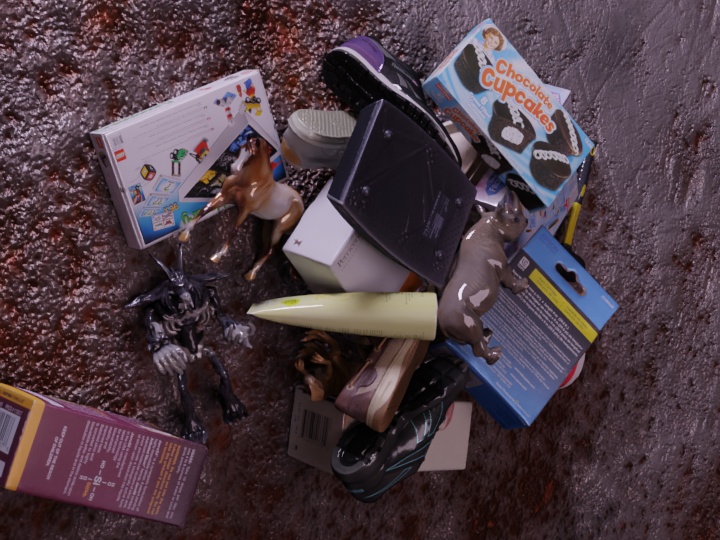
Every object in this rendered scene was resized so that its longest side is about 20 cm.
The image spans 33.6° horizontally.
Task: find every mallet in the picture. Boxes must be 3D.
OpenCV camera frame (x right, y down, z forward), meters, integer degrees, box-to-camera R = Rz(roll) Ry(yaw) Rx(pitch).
[{"bbox_3d":[0.301,-0.080,1.641,0.066,0.041,0.201,33,71,-36],"label":"mallet"}]

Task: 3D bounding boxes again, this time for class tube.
[{"bbox_3d":[-0.019,0.044,1.260,0.058,0.199,0.052,92,0,-54],"label":"tube"}]

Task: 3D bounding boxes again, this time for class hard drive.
[{"bbox_3d":[0.045,-0.079,1.266,0.200,0.042,0.135,37,68,-46],"label":"hard drive"}]

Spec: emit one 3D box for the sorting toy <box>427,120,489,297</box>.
[{"bbox_3d":[0.104,-0.060,1.451,0.200,0.106,0.180,-54,134,-27],"label":"sorting toy"}]

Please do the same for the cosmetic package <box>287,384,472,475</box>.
[{"bbox_3d":[0.025,0.186,1.408,0.199,0.103,0.088,6,93,-40],"label":"cosmetic package"}]

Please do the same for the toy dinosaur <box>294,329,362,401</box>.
[{"bbox_3d":[-0.021,0.116,1.358,0.200,0.106,0.060,-9,143,-55],"label":"toy dinosaur"}]

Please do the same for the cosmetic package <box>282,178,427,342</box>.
[{"bbox_3d":[0.000,0.000,1.346,0.102,0.071,0.200,-57,145,-18],"label":"cosmetic package"}]

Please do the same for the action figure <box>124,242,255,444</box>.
[{"bbox_3d":[-0.169,0.076,1.242,0.118,0.102,0.201,-21,110,-23],"label":"action figure"}]

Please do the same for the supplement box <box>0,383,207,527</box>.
[{"bbox_3d":[-0.267,0.181,1.169,0.199,0.110,0.086,23,82,-38],"label":"supplement box"}]

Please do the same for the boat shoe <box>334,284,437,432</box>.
[{"bbox_3d":[0.029,0.086,1.311,0.072,0.072,0.200,90,22,-50],"label":"boat shoe"}]

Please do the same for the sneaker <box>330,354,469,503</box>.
[{"bbox_3d":[0.049,0.174,1.328,0.200,0.075,0.079,-41,129,-19],"label":"sneaker"}]

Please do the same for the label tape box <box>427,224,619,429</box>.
[{"bbox_3d":[0.194,0.068,1.423,0.144,0.063,0.200,46,66,-7],"label":"label tape box"}]

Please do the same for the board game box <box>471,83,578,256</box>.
[{"bbox_3d":[0.210,-0.094,1.500,0.200,0.041,0.200,-55,150,-27],"label":"board game box"}]

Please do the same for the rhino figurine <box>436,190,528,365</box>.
[{"bbox_3d":[0.143,-0.002,1.341,0.087,0.060,0.201,29,72,-24],"label":"rhino figurine"}]

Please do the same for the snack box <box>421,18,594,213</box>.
[{"bbox_3d":[0.173,-0.179,1.380,0.200,0.037,0.116,47,60,-12],"label":"snack box"}]

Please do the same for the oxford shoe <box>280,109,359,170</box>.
[{"bbox_3d":[-0.022,-0.141,1.352,0.200,0.075,0.058,-2,134,-54],"label":"oxford shoe"}]

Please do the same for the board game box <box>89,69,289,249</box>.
[{"bbox_3d":[-0.175,-0.120,1.254,0.200,0.035,0.127,-29,114,-33],"label":"board game box"}]

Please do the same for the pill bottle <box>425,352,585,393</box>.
[{"bbox_3d":[0.182,0.104,1.517,0.199,0.110,0.111,-1,96,-38],"label":"pill bottle"}]

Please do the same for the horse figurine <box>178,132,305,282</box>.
[{"bbox_3d":[-0.107,-0.057,1.272,0.133,0.050,0.200,-56,144,-1],"label":"horse figurine"}]

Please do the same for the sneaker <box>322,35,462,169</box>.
[{"bbox_3d":[0.055,-0.194,1.362,0.200,0.076,0.088,47,46,2],"label":"sneaker"}]
